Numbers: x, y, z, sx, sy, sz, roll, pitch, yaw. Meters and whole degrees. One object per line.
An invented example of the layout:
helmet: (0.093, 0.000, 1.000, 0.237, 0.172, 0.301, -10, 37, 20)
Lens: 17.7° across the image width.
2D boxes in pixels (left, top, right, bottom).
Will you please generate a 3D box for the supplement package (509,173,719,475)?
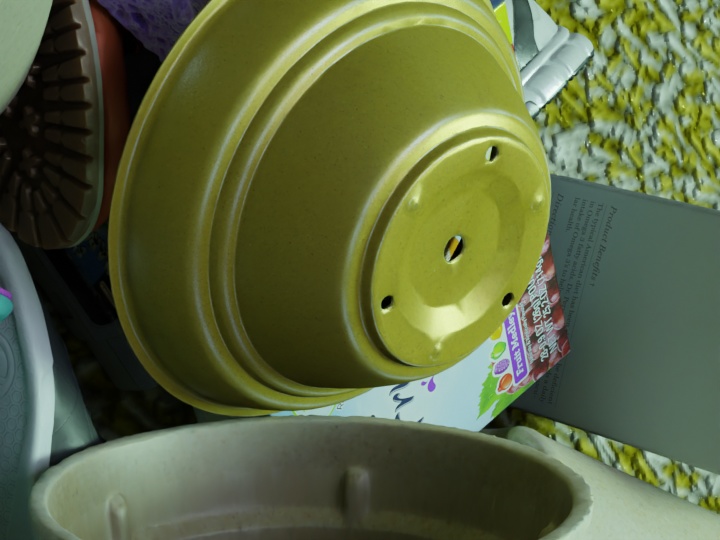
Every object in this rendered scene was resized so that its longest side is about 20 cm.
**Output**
supplement package: (0.156, 0.028, 1.108, 0.117, 0.200, 0.117, 14, 92, -48)

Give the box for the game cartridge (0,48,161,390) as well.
game cartridge: (-0.110, -0.063, 0.959, 0.200, 0.038, 0.130, 59, 42, -26)

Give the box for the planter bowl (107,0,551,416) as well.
planter bowl: (0.010, -0.021, 0.853, 0.200, 0.083, 0.201, -23, 127, -35)

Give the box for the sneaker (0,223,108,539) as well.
sneaker: (-0.118, 0.073, 0.910, 0.099, 0.070, 0.201, -17, 95, -59)

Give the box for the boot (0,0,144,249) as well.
boot: (-0.100, -0.104, 0.898, 0.107, 0.075, 0.201, 9, 72, -48)

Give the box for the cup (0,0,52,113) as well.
cup: (-0.181, -0.112, 0.785, 0.143, 0.199, 0.201, 65, 37, -57)

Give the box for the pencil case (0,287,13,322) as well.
pencil case: (-0.195, 0.075, 0.792, 0.085, 0.092, 0.201, 35, 61, -28)

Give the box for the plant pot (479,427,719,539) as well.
plant pot: (0.104, 0.169, 1.062, 0.183, 0.200, 0.201, 34, 60, -29)

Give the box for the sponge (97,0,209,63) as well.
sponge: (-0.045, -0.154, 0.914, 0.112, 0.030, 0.200, 43, 43, -26)

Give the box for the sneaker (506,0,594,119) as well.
sneaker: (0.030, -0.073, 1.108, 0.080, 0.074, 0.200, 46, 51, -4)

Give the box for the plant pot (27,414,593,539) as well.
plant pot: (-0.017, 0.166, 0.836, 0.200, 0.200, 0.184, -14, 108, -49)

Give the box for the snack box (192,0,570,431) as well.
snack box: (0.000, 0.000, 0.973, 0.169, 0.068, 0.201, -38, 135, -26)
